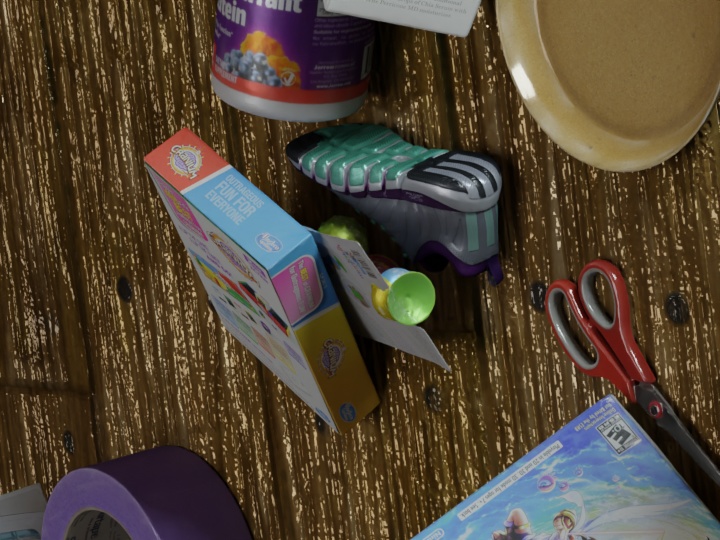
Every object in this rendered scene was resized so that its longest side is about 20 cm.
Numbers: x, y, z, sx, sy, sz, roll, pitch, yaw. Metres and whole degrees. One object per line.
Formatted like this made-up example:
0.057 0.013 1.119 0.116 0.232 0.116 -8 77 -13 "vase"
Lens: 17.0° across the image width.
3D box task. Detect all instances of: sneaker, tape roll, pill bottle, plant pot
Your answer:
0.020 -0.043 1.650 0.200 0.074 0.088 20 126 50 "sneaker"
-0.171 0.249 1.958 0.200 0.085 0.201 18 113 48 "tape roll"
-0.040 -0.212 1.640 0.111 0.111 0.201 30 122 43 "pill bottle"
0.159 -0.162 1.476 0.200 0.027 0.201 20 116 47 "plant pot"

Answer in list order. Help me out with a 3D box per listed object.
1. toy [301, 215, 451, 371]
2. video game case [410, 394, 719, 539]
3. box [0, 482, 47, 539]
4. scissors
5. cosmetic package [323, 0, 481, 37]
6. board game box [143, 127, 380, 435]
0.000 0.000 1.670 0.115 0.047 0.200 53 169 -22 "toy"
0.132 0.203 1.486 0.181 0.200 0.045 51 173 28 "video game case"
-0.308 0.312 2.105 0.177 0.096 0.200 63 152 18 "box"
0.180 0.082 1.532 0.073 0.014 0.201 -47 64 44 "scissors"
0.047 -0.255 1.514 0.071 0.101 0.201 -102 27 -51 "cosmetic package"
-0.068 0.009 1.714 0.153 0.040 0.200 41 162 37 "board game box"
